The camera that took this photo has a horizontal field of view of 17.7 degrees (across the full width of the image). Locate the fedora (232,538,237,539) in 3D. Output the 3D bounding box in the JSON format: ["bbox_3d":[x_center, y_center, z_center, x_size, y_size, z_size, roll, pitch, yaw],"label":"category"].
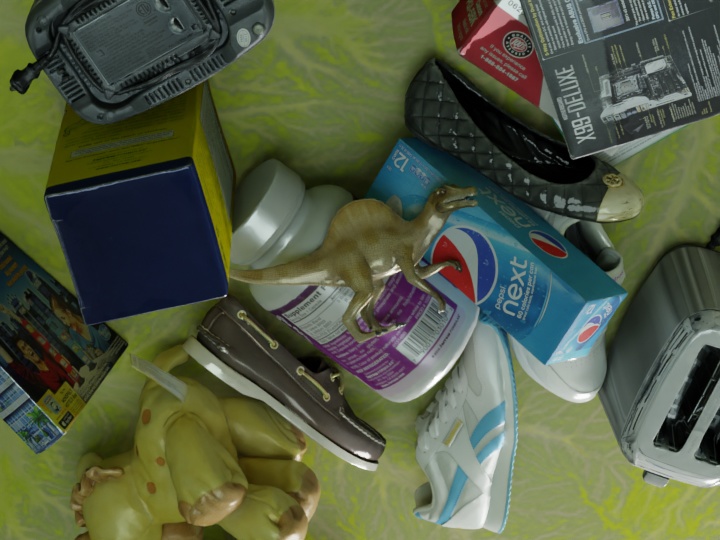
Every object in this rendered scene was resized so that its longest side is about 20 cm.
[{"bbox_3d":[-0.107,0.281,1.918,0.090,0.177,0.200,48,131,8],"label":"fedora"}]

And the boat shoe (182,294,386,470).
[{"bbox_3d":[-0.050,0.092,1.856,0.200,0.072,0.060,35,89,-24],"label":"boat shoe"}]

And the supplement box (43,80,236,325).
[{"bbox_3d":[-0.158,-0.062,1.697,0.109,0.200,0.109,-12,117,5],"label":"supplement box"}]

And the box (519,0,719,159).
[{"bbox_3d":[0.189,-0.191,1.581,0.158,0.050,0.200,-18,115,9],"label":"box"}]

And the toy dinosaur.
[{"bbox_3d":[0.000,0.000,1.712,0.200,0.058,0.101,-21,87,-1],"label":"toy dinosaur"}]

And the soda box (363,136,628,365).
[{"bbox_3d":[0.099,-0.018,1.739,0.200,0.068,0.064,42,116,23],"label":"soda box"}]

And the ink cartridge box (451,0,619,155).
[{"bbox_3d":[0.181,-0.207,1.648,0.147,0.083,0.200,32,113,-15],"label":"ink cartridge box"}]

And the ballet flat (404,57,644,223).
[{"bbox_3d":[0.122,-0.092,1.734,0.200,0.066,0.057,27,127,9],"label":"ballet flat"}]

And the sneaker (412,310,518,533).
[{"bbox_3d":[0.085,0.124,1.872,0.081,0.077,0.200,3,116,-1],"label":"sneaker"}]

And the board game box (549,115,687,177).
[{"bbox_3d":[0.187,-0.187,1.729,0.153,0.040,0.200,-29,114,13],"label":"board game box"}]

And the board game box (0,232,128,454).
[{"bbox_3d":[-0.287,0.035,1.774,0.062,0.200,0.200,-41,97,17],"label":"board game box"}]

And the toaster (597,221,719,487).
[{"bbox_3d":[0.268,0.073,1.818,0.114,0.129,0.200,19,115,-12],"label":"toaster"}]

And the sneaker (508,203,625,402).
[{"bbox_3d":[0.163,0.024,1.801,0.075,0.100,0.200,-33,122,-28],"label":"sneaker"}]

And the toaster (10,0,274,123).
[{"bbox_3d":[-0.156,-0.192,1.661,0.200,0.129,0.114,-29,114,13],"label":"toaster"}]

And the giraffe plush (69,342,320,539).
[{"bbox_3d":[-0.153,0.176,1.850,0.200,0.173,0.162,40,114,-11],"label":"giraffe plush"}]

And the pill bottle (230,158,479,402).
[{"bbox_3d":[-0.015,0.005,1.785,0.200,0.112,0.112,38,111,-18],"label":"pill bottle"}]
